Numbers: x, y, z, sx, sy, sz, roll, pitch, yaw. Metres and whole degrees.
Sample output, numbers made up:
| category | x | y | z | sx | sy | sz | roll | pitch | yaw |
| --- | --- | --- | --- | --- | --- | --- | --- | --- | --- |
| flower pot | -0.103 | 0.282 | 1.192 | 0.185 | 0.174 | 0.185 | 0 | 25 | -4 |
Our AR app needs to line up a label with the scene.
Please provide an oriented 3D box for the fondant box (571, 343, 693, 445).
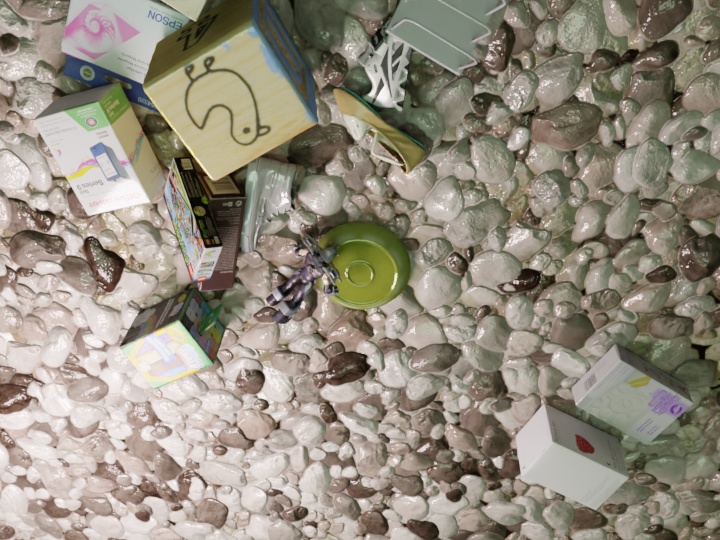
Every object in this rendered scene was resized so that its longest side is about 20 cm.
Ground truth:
| category | x | y | z | sx | sy | sz | roll | pitch | yaw |
| --- | --- | --- | --- | --- | --- | --- | --- | --- | --- |
| fondant box | 0.567 | 0.261 | 1.617 | 0.199 | 0.058 | 0.145 | 29 | 119 | -14 |

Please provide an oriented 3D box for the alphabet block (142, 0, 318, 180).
| category | x | y | z | sx | sy | sz | roll | pitch | yaw |
| --- | --- | --- | --- | --- | --- | --- | --- | --- | --- |
| alphabet block | -0.200 | -0.300 | 1.231 | 0.198 | 0.197 | 0.196 | -27 | 123 | 13 |

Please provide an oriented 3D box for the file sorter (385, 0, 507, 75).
| category | x | y | z | sx | sy | sz | roll | pitch | yaw |
| --- | --- | --- | --- | --- | --- | --- | --- | --- | --- |
| file sorter | 0.151 | -0.420 | 1.151 | 0.138 | 0.125 | 0.202 | 26 | 95 | -12 |

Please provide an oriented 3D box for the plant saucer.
| category | x | y | z | sx | sy | sz | roll | pitch | yaw |
| --- | --- | --- | --- | --- | --- | --- | --- | --- | --- |
| plant saucer | 0.000 | 0.000 | 1.518 | 0.197 | 0.031 | 0.202 | 2 | 121 | 3 |

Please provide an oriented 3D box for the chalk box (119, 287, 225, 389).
| category | x | y | z | sx | sy | sz | roll | pitch | yaw |
| --- | --- | --- | --- | --- | --- | --- | --- | --- | --- |
| chalk box | -0.360 | 0.130 | 1.571 | 0.198 | 0.125 | 0.124 | -22 | 117 | 18 |

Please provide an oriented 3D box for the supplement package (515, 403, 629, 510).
| category | x | y | z | sx | sy | sz | roll | pitch | yaw |
| --- | --- | --- | --- | --- | --- | --- | --- | --- | --- |
| supplement package | 0.455 | 0.403 | 1.674 | 0.198 | 0.122 | 0.120 | 26 | 121 | -12 |

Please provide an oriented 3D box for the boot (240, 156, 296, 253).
| category | x | y | z | sx | sy | sz | roll | pitch | yaw |
| --- | --- | --- | --- | --- | --- | --- | --- | --- | --- |
| boot | -0.169 | -0.113 | 1.438 | 0.094 | 0.074 | 0.202 | 9 | 126 | -5 |

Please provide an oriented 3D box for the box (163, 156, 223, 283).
| category | x | y | z | sx | sy | sz | roll | pitch | yaw |
| --- | --- | --- | --- | --- | --- | --- | --- | --- | --- |
| box | -0.302 | -0.091 | 1.383 | 0.034 | 0.202 | 0.110 | -8 | 149 | -31 |

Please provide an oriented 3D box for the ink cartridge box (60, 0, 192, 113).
| category | x | y | z | sx | sy | sz | roll | pitch | yaw |
| --- | --- | --- | --- | --- | --- | --- | --- | --- | --- |
| ink cartridge box | -0.400 | -0.380 | 1.311 | 0.194 | 0.043 | 0.201 | 20 | 119 | -8 |

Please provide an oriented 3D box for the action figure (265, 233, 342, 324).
| category | x | y | z | sx | sy | sz | roll | pitch | yaw |
| --- | --- | --- | --- | --- | --- | --- | --- | --- | --- |
| action figure | -0.105 | 0.013 | 1.492 | 0.200 | 0.069 | 0.131 | -44 | 66 | 29 |

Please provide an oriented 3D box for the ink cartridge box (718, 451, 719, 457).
| category | x | y | z | sx | sy | sz | roll | pitch | yaw |
| --- | --- | --- | --- | --- | --- | --- | --- | --- | --- |
| ink cartridge box | 0.868 | 0.450 | 1.625 | 0.145 | 0.201 | 0.083 | 22 | 118 | -10 |

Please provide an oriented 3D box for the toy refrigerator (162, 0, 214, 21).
| category | x | y | z | sx | sy | sz | roll | pitch | yaw |
| --- | --- | --- | --- | --- | --- | --- | --- | --- | --- |
| toy refrigerator | -0.245 | -0.445 | 1.165 | 0.075 | 0.201 | 0.070 | 29 | 120 | -14 |

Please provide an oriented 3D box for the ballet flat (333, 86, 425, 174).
| category | x | y | z | sx | sy | sz | roll | pitch | yaw |
| --- | --- | --- | --- | --- | --- | --- | --- | --- | --- |
| ballet flat | 0.025 | -0.239 | 1.341 | 0.199 | 0.069 | 0.063 | 33 | 85 | -16 |

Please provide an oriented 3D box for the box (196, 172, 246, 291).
| category | x | y | z | sx | sy | sz | roll | pitch | yaw |
| --- | --- | --- | --- | --- | --- | --- | --- | --- | --- |
| box | -0.272 | -0.073 | 1.444 | 0.074 | 0.100 | 0.202 | -6 | 126 | -27 |

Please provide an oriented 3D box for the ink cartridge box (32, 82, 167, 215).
| category | x | y | z | sx | sy | sz | roll | pitch | yaw |
| --- | --- | --- | --- | --- | --- | --- | --- | --- | --- |
| ink cartridge box | -0.459 | -0.213 | 1.379 | 0.144 | 0.088 | 0.202 | -8 | 125 | 19 |

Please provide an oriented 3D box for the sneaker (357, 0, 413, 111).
| category | x | y | z | sx | sy | sz | roll | pitch | yaw |
| --- | --- | --- | --- | --- | --- | --- | --- | --- | --- |
| sneaker | 0.042 | -0.362 | 1.267 | 0.087 | 0.074 | 0.202 | 8 | 121 | -2 |
